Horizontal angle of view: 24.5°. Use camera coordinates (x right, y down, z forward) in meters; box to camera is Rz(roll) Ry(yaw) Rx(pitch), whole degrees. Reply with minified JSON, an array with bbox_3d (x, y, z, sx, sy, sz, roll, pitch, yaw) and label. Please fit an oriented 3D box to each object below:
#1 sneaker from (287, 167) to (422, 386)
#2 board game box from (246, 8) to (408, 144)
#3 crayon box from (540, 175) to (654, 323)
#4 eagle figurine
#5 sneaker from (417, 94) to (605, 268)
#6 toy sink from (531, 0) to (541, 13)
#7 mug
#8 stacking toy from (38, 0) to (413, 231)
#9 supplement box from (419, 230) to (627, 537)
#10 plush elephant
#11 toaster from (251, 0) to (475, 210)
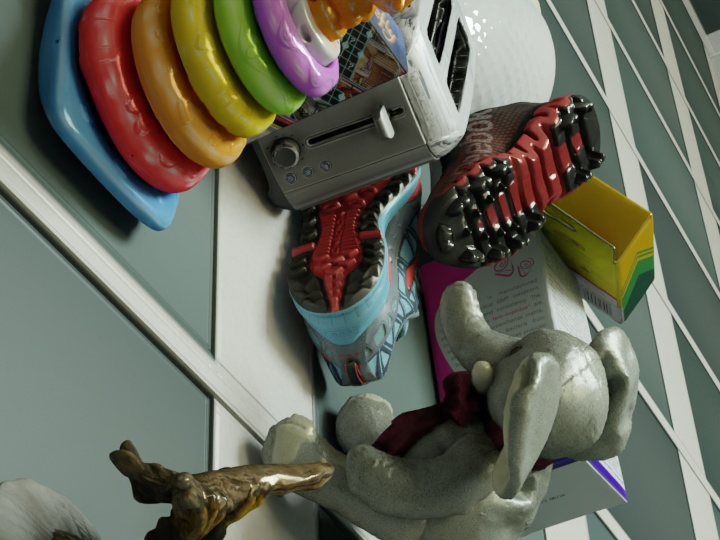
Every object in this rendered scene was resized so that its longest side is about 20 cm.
[{"bbox_3d":[0.000,0.000,1.077,0.201,0.079,0.096,-69,149,-54],"label":"sneaker"},{"bbox_3d":[-0.078,-0.155,0.905,0.200,0.135,0.035,50,27,-44],"label":"board game box"},{"bbox_3d":[0.164,-0.036,1.288,0.127,0.051,0.200,35,-7,17],"label":"crayon box"},{"bbox_3d":[-0.073,0.174,0.646,0.150,0.151,0.202,9,90,-23],"label":"eagle figurine"},{"bbox_3d":[0.085,-0.060,1.134,0.200,0.097,0.071,-41,124,-45],"label":"sneaker"},{"bbox_3d":[0.064,-0.239,1.404,0.200,0.111,0.131,49,27,-38],"label":"toy sink"},{"bbox_3d":[0.049,-0.134,1.234,0.175,0.146,0.202,4,88,-66],"label":"mug"},{"bbox_3d":[-0.052,-0.114,0.833,0.110,0.199,0.117,48,27,-44],"label":"stacking toy"},{"bbox_3d":[0.119,0.082,1.240,0.103,0.101,0.201,44,32,-50],"label":"supplement box"},{"bbox_3d":[0.069,0.084,0.922,0.199,0.156,0.164,33,12,22],"label":"plush elephant"},{"bbox_3d":[-0.001,-0.131,1.077,0.201,0.128,0.114,-75,147,-57],"label":"toaster"}]
